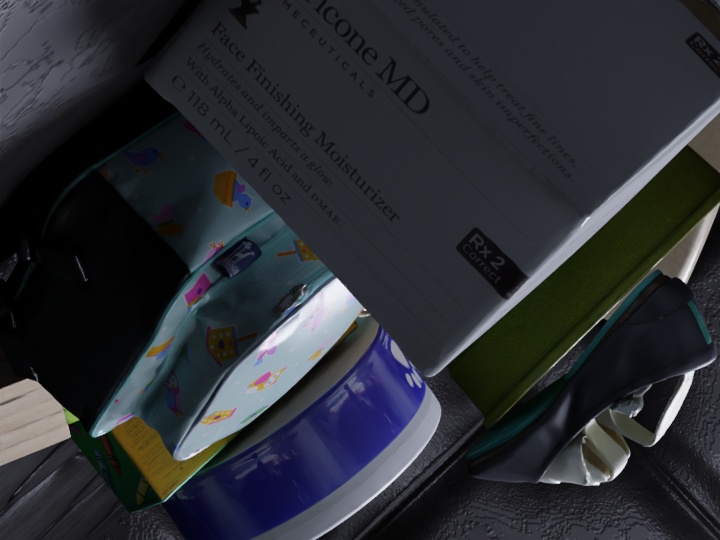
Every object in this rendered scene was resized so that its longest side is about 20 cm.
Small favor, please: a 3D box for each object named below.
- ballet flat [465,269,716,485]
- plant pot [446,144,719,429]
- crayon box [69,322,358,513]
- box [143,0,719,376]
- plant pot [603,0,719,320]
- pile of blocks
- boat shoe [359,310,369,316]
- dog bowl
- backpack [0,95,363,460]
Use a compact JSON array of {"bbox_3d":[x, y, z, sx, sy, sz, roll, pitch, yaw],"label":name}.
[{"bbox_3d":[0.129,0.078,1.395,0.073,0.073,0.200,-39,174,-46],"label":"ballet flat"},{"bbox_3d":[0.078,-0.048,1.455,0.200,0.193,0.200,-44,176,-4],"label":"plant pot"},{"bbox_3d":[-0.111,0.054,1.711,0.200,0.119,0.058,-41,-172,-30],"label":"crayon box"},{"bbox_3d":[0.044,-0.092,1.203,0.131,0.199,0.200,-47,174,38],"label":"box"},{"bbox_3d":[0.158,-0.107,1.729,0.177,0.199,0.200,-57,-166,24],"label":"plant pot"},{"bbox_3d":[-0.147,0.024,1.456,0.200,0.062,0.082,-39,137,2],"label":"pile of blocks"},{"bbox_3d":[0.000,0.000,1.657,0.072,0.065,0.200,-25,165,0],"label":"boat shoe"},{"bbox_3d":[-0.047,0.119,1.772,0.200,0.079,0.200,-32,-166,9],"label":"dog bowl"},{"bbox_3d":[-0.068,-0.016,1.284,0.200,0.153,0.176,-49,174,-33],"label":"backpack"}]
